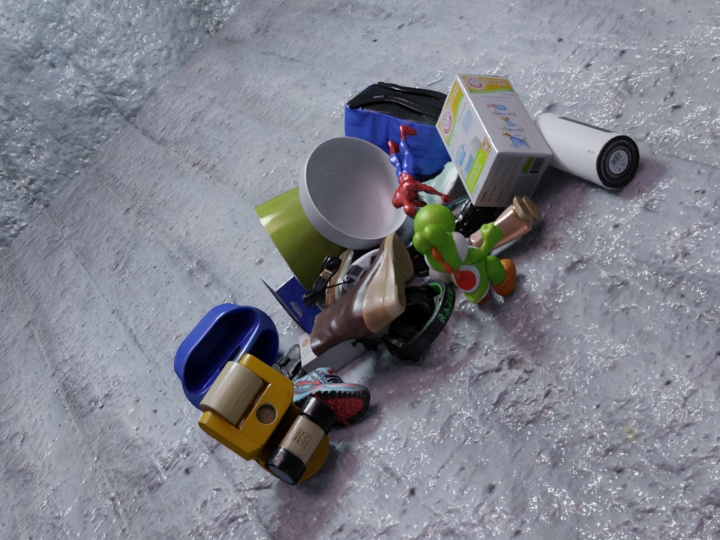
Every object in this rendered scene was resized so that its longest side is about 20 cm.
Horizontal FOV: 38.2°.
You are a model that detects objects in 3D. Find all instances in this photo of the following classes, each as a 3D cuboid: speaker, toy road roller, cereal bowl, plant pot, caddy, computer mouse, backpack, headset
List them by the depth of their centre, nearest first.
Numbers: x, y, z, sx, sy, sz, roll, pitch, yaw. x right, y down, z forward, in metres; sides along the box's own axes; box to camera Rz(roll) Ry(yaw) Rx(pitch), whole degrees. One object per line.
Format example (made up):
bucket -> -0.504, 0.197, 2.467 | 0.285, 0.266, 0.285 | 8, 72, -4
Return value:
toy road roller -> -0.139, 0.235, 1.552 | 0.124, 0.198, 0.146 | -55, -4, -24
headset -> 0.063, 0.078, 1.587 | 0.199, 0.093, 0.125 | -36, 25, 47
speaker -> 0.337, -0.187, 1.604 | 0.081, 0.081, 0.200 | -45, 29, -4
computer mouse -> 0.000, 0.000, 1.705 | 0.044, 0.197, 0.111 | 55, 141, 28
cereal bowl -> -0.017, -0.121, 1.773 | 0.083, 0.198, 0.202 | -51, 12, 55
caddy -> -0.232, 0.151, 1.813 | 0.201, 0.141, 0.105 | -51, 27, -12
plant pot -> -0.061, -0.090, 1.890 | 0.198, 0.188, 0.188 | -34, 29, 0
backpack -> 0.089, -0.247, 1.898 | 0.196, 0.171, 0.163 | 11, 35, 21

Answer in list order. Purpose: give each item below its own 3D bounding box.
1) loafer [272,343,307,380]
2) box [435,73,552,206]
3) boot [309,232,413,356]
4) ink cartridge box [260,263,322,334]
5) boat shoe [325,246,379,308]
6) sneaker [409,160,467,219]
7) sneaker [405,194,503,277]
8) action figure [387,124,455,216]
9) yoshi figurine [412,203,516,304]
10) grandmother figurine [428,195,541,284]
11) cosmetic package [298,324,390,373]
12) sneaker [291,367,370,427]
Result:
loafer -> -0.139, 0.196, 1.716 | 0.071, 0.063, 0.202 | -14, 41, 41
box -> 0.210, -0.210, 1.671 | 0.114, 0.099, 0.202 | 112, 149, -42
boot -> -0.003, 0.033, 1.609 | 0.164, 0.073, 0.202 | -27, 29, 23
ink cartridge box -> -0.119, 0.047, 1.801 | 0.044, 0.095, 0.200 | -39, 12, -6
boat shoe -> -0.010, -0.008, 1.812 | 0.071, 0.076, 0.201 | -25, 26, 46
sneaker -> 0.152, -0.167, 1.809 | 0.117, 0.074, 0.202 | 14, 64, 52
sneaker -> 0.144, -0.060, 1.704 | 0.198, 0.076, 0.079 | -35, 20, -2
action figure -> 0.098, -0.150, 1.739 | 0.066, 0.098, 0.202 | -52, 24, 36
yoshi figurine -> 0.142, -0.033, 1.509 | 0.111, 0.199, 0.114 | 31, 88, 45
grandmother figurine -> 0.182, -0.038, 1.609 | 0.199, 0.120, 0.061 | -39, 67, 28
cosmetic package -> -0.010, 0.093, 1.703 | 0.199, 0.051, 0.083 | -36, 29, 14
sneaker -> -0.057, 0.184, 1.616 | 0.198, 0.080, 0.096 | -12, 39, 43
